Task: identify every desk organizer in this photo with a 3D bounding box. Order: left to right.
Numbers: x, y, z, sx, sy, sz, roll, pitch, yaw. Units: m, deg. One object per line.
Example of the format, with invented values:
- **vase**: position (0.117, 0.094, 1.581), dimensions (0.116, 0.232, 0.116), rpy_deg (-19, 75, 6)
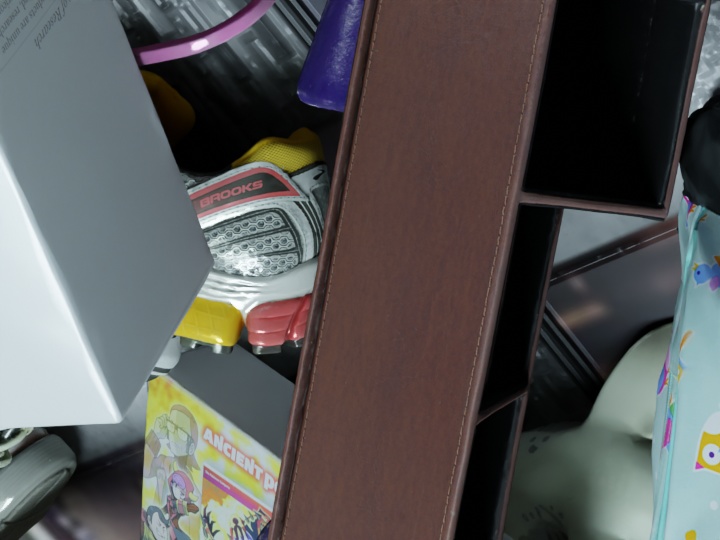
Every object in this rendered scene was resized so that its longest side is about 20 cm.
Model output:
- **desk organizer**: position (0.037, 0.005, 0.733), dimensions (0.077, 0.072, 0.201), rpy_deg (18, 100, 49)

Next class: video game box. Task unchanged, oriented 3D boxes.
- **video game box**: position (-0.010, 0.148, 0.900), dimensions (0.200, 0.047, 0.183), rpy_deg (33, 130, 41)

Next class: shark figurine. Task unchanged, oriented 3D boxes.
- **shark figurine**: position (0.128, 0.109, 0.848), dimensions (0.128, 0.089, 0.214), rpy_deg (-52, 55, 10)

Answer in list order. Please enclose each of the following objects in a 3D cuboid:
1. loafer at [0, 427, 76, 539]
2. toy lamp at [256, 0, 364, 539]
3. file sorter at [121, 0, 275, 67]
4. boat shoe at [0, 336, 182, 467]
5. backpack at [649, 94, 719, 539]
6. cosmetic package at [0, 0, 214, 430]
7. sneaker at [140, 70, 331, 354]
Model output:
- **loafer**: position (-0.186, 0.116, 1.044), dimensions (0.063, 0.072, 0.200), rpy_deg (46, 129, 8)
- **toy lamp**: position (0.000, 0.000, 0.791), dimensions (0.058, 0.058, 0.201), rpy_deg (11, 99, 18)
- **file sorter**: position (-0.094, -0.167, 0.695), dimensions (0.125, 0.139, 0.200), rpy_deg (-8, 124, 30)
- **boat shoe**: position (-0.144, 0.042, 0.928), dimensions (0.199, 0.064, 0.071), rpy_deg (-3, 167, 42)
- **backpack**: position (0.150, 0.056, 0.725), dimensions (0.166, 0.126, 0.201), rpy_deg (11, 98, 24)
- **cosmetic package**: position (-0.128, -0.055, 0.656), dimensions (0.112, 0.081, 0.201), rpy_deg (-2, 127, 23)
- **sneaker**: position (-0.094, -0.035, 0.866), dimensions (0.199, 0.078, 0.083), rpy_deg (15, 106, 21)
